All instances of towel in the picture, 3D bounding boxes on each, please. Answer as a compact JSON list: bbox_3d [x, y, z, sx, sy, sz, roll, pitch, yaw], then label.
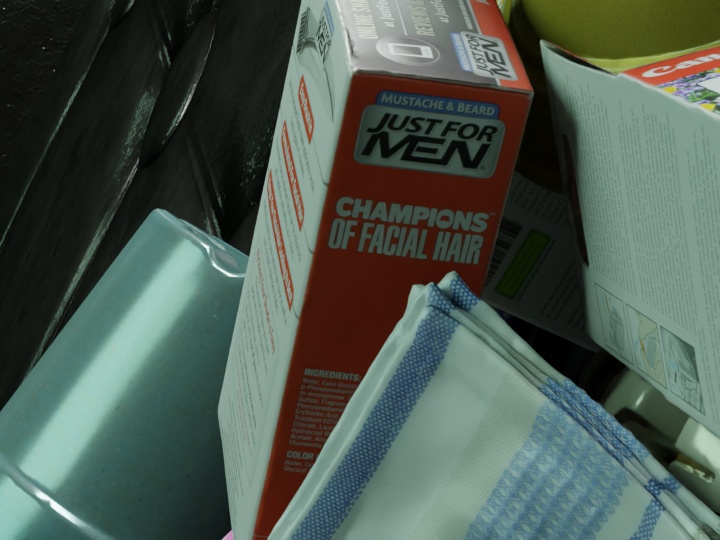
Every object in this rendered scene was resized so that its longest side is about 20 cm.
[{"bbox_3d":[0.056,0.116,0.715,0.024,0.200,0.147,-8,-45,-56],"label":"towel"}]

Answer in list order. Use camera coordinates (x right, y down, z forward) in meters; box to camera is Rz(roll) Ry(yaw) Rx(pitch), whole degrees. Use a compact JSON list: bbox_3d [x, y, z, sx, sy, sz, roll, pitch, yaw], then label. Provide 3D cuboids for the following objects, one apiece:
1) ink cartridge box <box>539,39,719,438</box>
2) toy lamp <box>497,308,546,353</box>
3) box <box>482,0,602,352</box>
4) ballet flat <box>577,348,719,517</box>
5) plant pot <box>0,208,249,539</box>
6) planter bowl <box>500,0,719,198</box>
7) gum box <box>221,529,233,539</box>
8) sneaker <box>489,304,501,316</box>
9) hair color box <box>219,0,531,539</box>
[{"bbox_3d":[0.117,-0.007,0.677,0.200,0.050,0.109,-139,36,-67],"label":"ink cartridge box"},{"bbox_3d":[0.025,0.071,1.041,0.200,0.058,0.058,-56,20,29],"label":"toy lamp"},{"bbox_3d":[0.081,-0.070,0.980,0.113,0.101,0.200,-59,18,21],"label":"box"},{"bbox_3d":[0.118,0.063,0.745,0.067,0.064,0.200,-55,17,-1],"label":"ballet flat"},{"bbox_3d":[-0.093,0.088,1.182,0.196,0.200,0.200,-57,17,0],"label":"plant pot"},{"bbox_3d":[0.119,-0.120,0.789,0.200,0.084,0.201,-20,34,15],"label":"planter bowl"},{"bbox_3d":[-0.051,0.215,0.951,0.200,0.113,0.066,-60,-8,19],"label":"gum box"},{"bbox_3d":[0.047,0.087,0.906,0.074,0.087,0.200,-29,32,32],"label":"sneaker"},{"bbox_3d":[0.000,0.000,0.803,0.111,0.064,0.201,-103,21,-59],"label":"hair color box"}]
